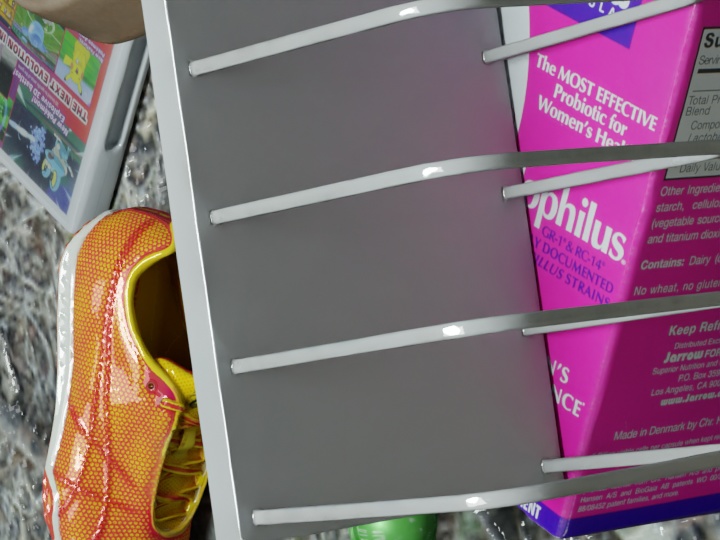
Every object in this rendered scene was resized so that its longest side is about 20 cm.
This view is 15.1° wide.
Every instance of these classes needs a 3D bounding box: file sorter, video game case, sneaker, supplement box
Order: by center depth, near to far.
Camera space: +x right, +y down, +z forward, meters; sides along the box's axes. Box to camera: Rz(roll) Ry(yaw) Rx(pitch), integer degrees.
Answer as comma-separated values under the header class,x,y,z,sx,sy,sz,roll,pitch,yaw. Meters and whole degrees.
class,x,y,z,sx,sy,sz,roll,pitch,yaw
file sorter,0.033,-0.027,0.827,0.124,0.139,0.200,-12,86,48
supplement box,0.095,-0.022,0.939,0.101,0.103,0.200,34,119,44
sneaker,-0.096,0.073,1.213,0.077,0.073,0.200,7,104,40
video game case,-0.159,-0.145,1.296,0.200,0.023,0.182,43,126,37

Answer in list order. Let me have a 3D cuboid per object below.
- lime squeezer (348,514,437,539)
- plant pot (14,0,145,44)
class,x,y,z,sx,sy,sz,roll,pitch,yaw
lime squeezer,0.021,0.089,1.011,0.071,0.200,0.038,15,63,26
plant pot,-0.144,-0.212,1.101,0.200,0.175,0.200,-35,47,47
